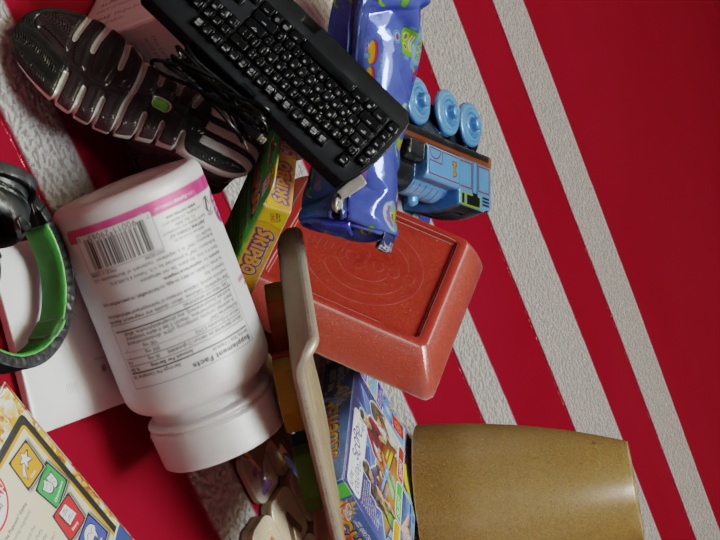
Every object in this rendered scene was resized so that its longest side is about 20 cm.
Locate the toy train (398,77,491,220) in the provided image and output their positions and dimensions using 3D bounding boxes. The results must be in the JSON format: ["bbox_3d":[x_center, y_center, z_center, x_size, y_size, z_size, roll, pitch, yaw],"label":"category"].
[{"bbox_3d":[0.059,-0.116,1.413,0.199,0.086,0.116,14,73,-57],"label":"toy train"}]

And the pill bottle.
[{"bbox_3d":[-0.132,0.033,1.026,0.113,0.112,0.202,-39,113,-59],"label":"pill bottle"}]

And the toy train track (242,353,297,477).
[{"bbox_3d":[-0.070,0.148,1.188,0.201,0.032,0.115,57,25,-30],"label":"toy train track"}]

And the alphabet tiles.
[{"bbox_3d":[-0.040,0.210,1.244,0.197,0.014,0.200,66,30,-19],"label":"alphabet tiles"}]

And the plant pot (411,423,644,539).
[{"bbox_3d":[0.163,0.225,1.360,0.186,0.197,0.189,-10,90,-79],"label":"plant pot"}]

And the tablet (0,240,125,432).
[{"bbox_3d":[-0.190,0.034,1.055,0.199,0.014,0.132,-17,93,-62],"label":"tablet"}]

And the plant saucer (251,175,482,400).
[{"bbox_3d":[0.000,0.000,1.248,0.201,0.198,0.037,-63,175,-49],"label":"plant saucer"}]

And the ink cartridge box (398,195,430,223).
[{"bbox_3d":[0.038,-0.114,1.498,0.201,0.040,0.201,58,33,-30],"label":"ink cartridge box"}]

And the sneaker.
[{"bbox_3d":[-0.179,-0.110,1.084,0.199,0.116,0.076,31,63,-8],"label":"sneaker"}]

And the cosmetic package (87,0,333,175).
[{"bbox_3d":[-0.097,-0.204,1.167,0.165,0.163,0.201,54,36,-35],"label":"cosmetic package"}]

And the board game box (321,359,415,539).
[{"bbox_3d":[0.006,0.175,1.266,0.136,0.034,0.201,62,17,-25],"label":"board game box"}]

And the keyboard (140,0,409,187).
[{"bbox_3d":[-0.065,-0.140,0.996,0.200,0.104,0.040,42,-9,1],"label":"keyboard"}]

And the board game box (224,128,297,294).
[{"bbox_3d":[-0.086,-0.027,1.095,0.030,0.201,0.096,14,46,-12],"label":"board game box"}]

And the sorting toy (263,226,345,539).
[{"bbox_3d":[-0.044,0.095,1.088,0.186,0.036,0.202,-102,-175,-60],"label":"sorting toy"}]

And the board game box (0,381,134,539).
[{"bbox_3d":[-0.213,0.196,0.907,0.201,0.046,0.152,59,33,-29],"label":"board game box"}]

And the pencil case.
[{"bbox_3d":[0.002,-0.118,1.062,0.087,0.077,0.203,0,98,-80],"label":"pencil case"}]

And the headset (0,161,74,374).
[{"bbox_3d":[-0.241,-0.026,0.905,0.201,0.093,0.124,55,35,-32],"label":"headset"}]
